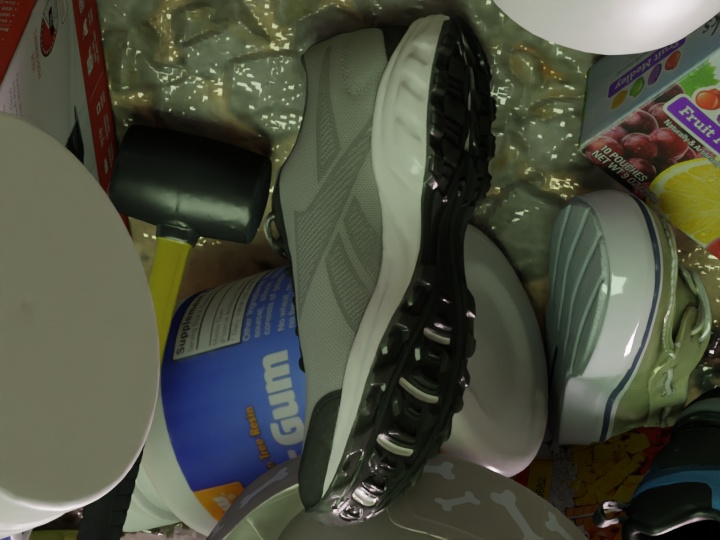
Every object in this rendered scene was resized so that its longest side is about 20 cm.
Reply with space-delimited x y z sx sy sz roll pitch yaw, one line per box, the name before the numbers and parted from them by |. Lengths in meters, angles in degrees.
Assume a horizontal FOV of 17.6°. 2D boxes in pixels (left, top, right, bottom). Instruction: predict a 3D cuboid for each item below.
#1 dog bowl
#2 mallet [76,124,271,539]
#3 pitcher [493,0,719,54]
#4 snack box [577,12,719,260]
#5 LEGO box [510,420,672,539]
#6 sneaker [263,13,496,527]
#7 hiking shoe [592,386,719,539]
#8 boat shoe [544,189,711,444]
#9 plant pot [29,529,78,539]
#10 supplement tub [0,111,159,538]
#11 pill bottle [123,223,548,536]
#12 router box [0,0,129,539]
dog bowl | 0.018 0.153 0.964 0.200 0.059 0.200 9 132 10
mallet | -0.079 0.039 0.956 0.066 0.201 0.041 6 168 2
pitcher | 0.090 -0.150 0.711 0.121 0.172 0.200 4 137 -4
snack box | 0.198 -0.069 0.858 0.142 0.053 0.200 35 133 -23
LEGO box | 0.121 0.164 1.112 0.149 0.077 0.200 0 136 16
sneaker | 0.000 0.000 0.897 0.079 0.201 0.074 1 164 26
hiking shoe | 0.197 0.133 0.946 0.200 0.087 0.074 30 144 21
boat shoe | 0.111 0.018 0.953 0.062 0.072 0.200 -7 160 -2
plant pot | -0.217 0.212 1.189 0.184 0.201 0.201 -10 134 10
supplement tub | -0.179 0.037 0.747 0.200 0.132 0.132 -17 130 32
pill bottle | -0.029 0.055 1.009 0.200 0.112 0.112 -17 130 29
router box | -0.144 -0.016 0.912 0.049 0.180 0.200 7 138 8
